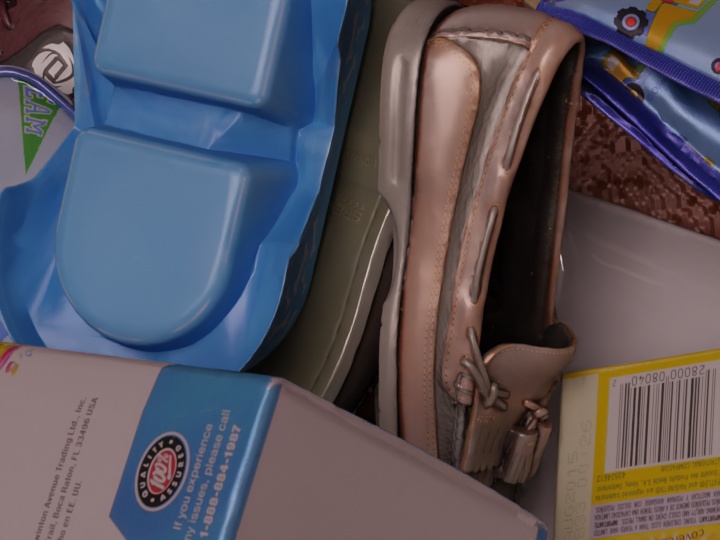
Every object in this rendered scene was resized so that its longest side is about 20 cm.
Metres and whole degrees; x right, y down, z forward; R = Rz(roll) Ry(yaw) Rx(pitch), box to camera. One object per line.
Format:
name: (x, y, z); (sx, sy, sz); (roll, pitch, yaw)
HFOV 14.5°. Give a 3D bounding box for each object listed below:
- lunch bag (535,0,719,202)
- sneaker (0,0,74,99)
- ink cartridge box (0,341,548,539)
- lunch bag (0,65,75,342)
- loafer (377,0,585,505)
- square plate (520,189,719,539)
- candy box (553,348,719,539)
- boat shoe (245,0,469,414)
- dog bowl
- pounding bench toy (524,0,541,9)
lunch bag: (0.163, -0.085, 0.949); (0.200, 0.094, 0.151); (35, 61, 16)
sneaker: (-0.131, -0.127, 1.097); (0.115, 0.076, 0.200); (-44, 71, 8)
ink cartridge box: (-0.075, 0.114, 0.886); (0.199, 0.146, 0.147); (6, 73, 42)
lunch bag: (-0.140, 0.037, 1.036); (0.160, 0.076, 0.200); (42, 85, -10)
loafer: (0.044, 0.010, 0.941); (0.063, 0.072, 0.201); (5, 107, 25)
square plate: (0.106, 0.085, 0.979); (0.199, 0.028, 0.199); (19, 78, 34)
candy box: (0.146, 0.071, 0.899); (0.199, 0.026, 0.103); (-11, 69, 40)
boat shoe: (0.000, 0.000, 1.002); (0.072, 0.060, 0.202); (31, 101, 44)
dog bowl: (-0.056, -0.050, 0.966); (0.111, 0.050, 0.201); (13, 93, 22)
pounding bench toy: (0.025, -0.175, 1.001); (0.200, 0.156, 0.124); (40, 79, 19)
